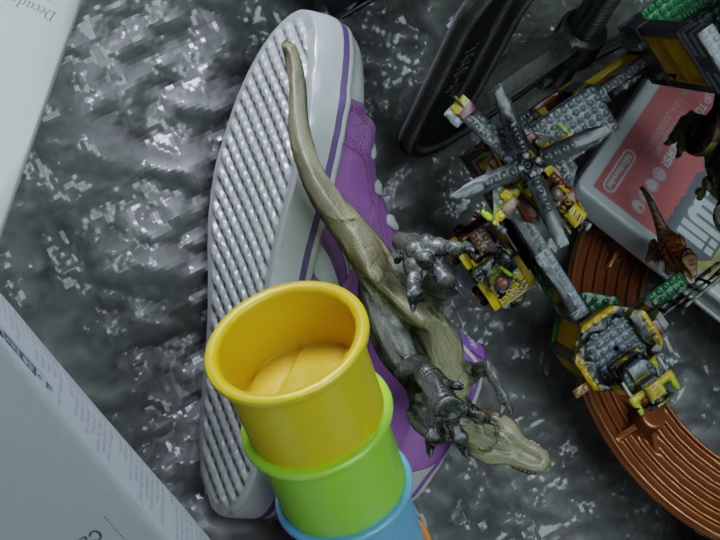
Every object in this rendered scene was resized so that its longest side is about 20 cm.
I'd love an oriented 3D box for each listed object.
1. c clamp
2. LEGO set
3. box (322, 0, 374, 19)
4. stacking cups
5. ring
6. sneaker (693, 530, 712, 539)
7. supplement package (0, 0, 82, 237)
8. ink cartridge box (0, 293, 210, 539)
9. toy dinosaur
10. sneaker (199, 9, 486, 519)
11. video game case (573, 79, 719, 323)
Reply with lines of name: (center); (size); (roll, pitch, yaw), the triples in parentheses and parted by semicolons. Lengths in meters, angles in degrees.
c clamp: (0.085, -0.110, 0.758); (0.171, 0.200, 0.027); (-33, 79, -16)
LEGO set: (0.137, -0.036, 0.746); (0.199, 0.116, 0.154); (-27, 102, -5)
box: (0.076, -0.212, 0.719); (0.200, 0.198, 0.123); (-36, 101, -26)
stacking cups: (0.002, 0.096, 0.717); (0.060, 0.060, 0.200); (-40, 132, -22)
ring: (0.185, 0.030, 0.850); (0.200, 0.019, 0.201); (8, 65, -17)
sneaker: (0.233, 0.169, 0.881); (0.200, 0.076, 0.116); (10, 91, -17)
supplement package: (-0.180, -0.056, 0.658); (0.117, 0.117, 0.201); (22, 77, -24)
ink cartridge box: (-0.152, 0.118, 0.622); (0.199, 0.041, 0.200); (-31, 122, 8)
toy dinosaur: (0.019, 0.014, 0.699); (0.047, 0.088, 0.200); (-30, 113, -4)
sneaker: (0.000, 0.000, 0.773); (0.114, 0.073, 0.201); (4, 96, -29)
video game case: (0.204, -0.022, 0.857); (0.200, 0.017, 0.143); (38, 61, -2)
